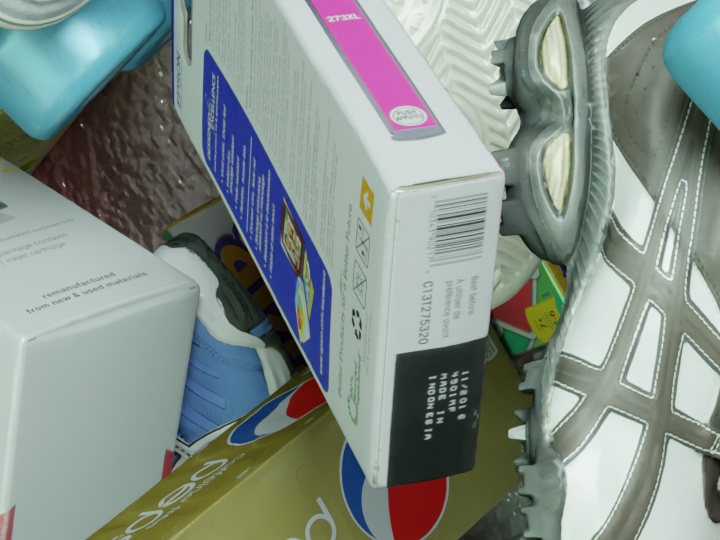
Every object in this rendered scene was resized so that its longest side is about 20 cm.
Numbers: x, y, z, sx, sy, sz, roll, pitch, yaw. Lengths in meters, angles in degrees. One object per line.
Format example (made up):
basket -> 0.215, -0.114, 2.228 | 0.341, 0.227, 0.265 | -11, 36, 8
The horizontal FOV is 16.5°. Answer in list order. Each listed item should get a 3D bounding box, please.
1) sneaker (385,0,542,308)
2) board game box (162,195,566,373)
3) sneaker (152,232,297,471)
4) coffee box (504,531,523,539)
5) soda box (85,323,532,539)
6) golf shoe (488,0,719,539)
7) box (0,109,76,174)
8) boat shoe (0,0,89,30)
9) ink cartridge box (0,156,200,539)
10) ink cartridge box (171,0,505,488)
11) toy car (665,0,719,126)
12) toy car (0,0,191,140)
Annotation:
sneaker -> 0.019, -0.088, 0.764 | 0.085, 0.074, 0.201 | -136, 39, -75
board game box -> 0.000, 0.000, 0.890 | 0.200, 0.030, 0.096 | -25, 96, 54
sneaker -> -0.076, 0.064, 0.936 | 0.076, 0.077, 0.200 | 48, 150, 24
coffee box -> 0.040, 0.215, 0.778 | 0.200, 0.197, 0.201 | -112, -2, -86
soda box -> -0.028, 0.087, 0.799 | 0.068, 0.200, 0.064 | -17, 106, 50
golf shoe -> 0.088, 0.026, 0.634 | 0.094, 0.078, 0.201 | -5, 90, 17
box -> -0.156, -0.061, 0.979 | 0.050, 0.075, 0.200 | 55, 142, 7
boat shoe -> -0.054, -0.155, 0.694 | 0.201, 0.070, 0.071 | -60, 31, 5
ink cartridge box -> -0.162, 0.033, 0.903 | 0.200, 0.083, 0.146 | 31, 124, 34
ink cartridge box -> -0.013, -0.038, 0.699 | 0.200, 0.037, 0.095 | -123, 29, -49
toy car -> 0.174, -0.031, 0.498 | 0.177, 0.200, 0.184 | -43, 86, 8
toy car -> -0.088, -0.183, 0.798 | 0.184, 0.177, 0.200 | 45, 112, -4
